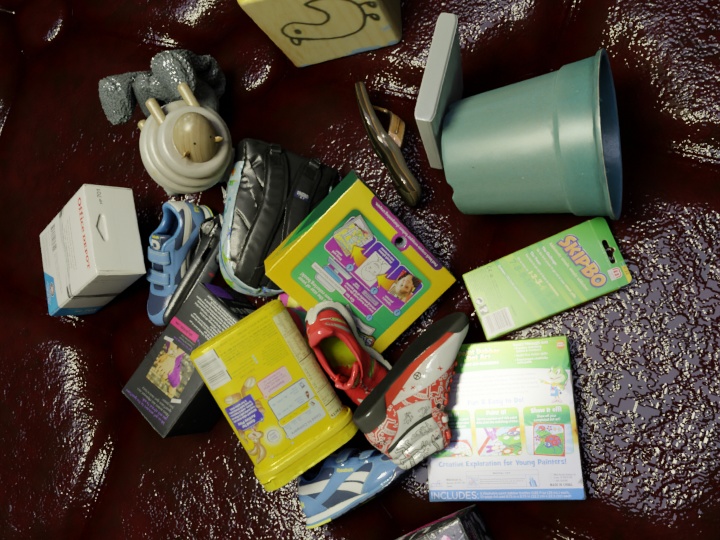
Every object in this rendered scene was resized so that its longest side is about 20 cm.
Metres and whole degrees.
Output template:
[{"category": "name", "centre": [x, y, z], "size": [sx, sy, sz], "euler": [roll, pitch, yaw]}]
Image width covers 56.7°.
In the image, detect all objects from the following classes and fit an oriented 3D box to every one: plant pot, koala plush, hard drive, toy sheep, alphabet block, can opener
[{"category": "plant pot", "centre": [0.216, -0.154, 0.842], "size": [0.194, 0.200, 0.203], "euler": [-5, 79, 27]}, {"category": "koala plush", "centre": [-0.278, -0.225, 1.068], "size": [0.175, 0.183, 0.203], "euler": [-12, 97, 27]}, {"category": "hard drive", "centre": [0.108, -0.226, 0.880], "size": [0.026, 0.200, 0.134], "euler": [13, 85, 13]}, {"category": "toy sheep", "centre": [-0.245, -0.172, 0.931], "size": [0.136, 0.200, 0.140], "euler": [2, 85, -21]}, {"category": "alphabet block", "centre": [-0.056, -0.448, 0.982], "size": [0.193, 0.200, 0.199], "euler": [-9, 78, 19]}, {"category": "can opener", "centre": [-0.236, -0.001, 1.013], "size": [0.063, 0.078, 0.202], "euler": [9, 66, 48]}]

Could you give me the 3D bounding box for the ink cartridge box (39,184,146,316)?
[{"category": "ink cartridge box", "centre": [-0.435, -0.028, 1.072], "size": [0.199, 0.085, 0.148], "euler": [-27, 71, 40]}]

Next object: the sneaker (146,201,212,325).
[{"category": "sneaker", "centre": [-0.301, -0.015, 1.048], "size": [0.073, 0.082, 0.203], "euler": [11, 84, 34]}]

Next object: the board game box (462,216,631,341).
[{"category": "board game box", "centre": [0.244, 0.012, 0.882], "size": [0.198, 0.030, 0.097], "euler": [-25, 74, 18]}]

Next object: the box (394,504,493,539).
[{"category": "box", "centre": [0.077, 0.399, 0.829], "size": [0.198, 0.115, 0.133], "euler": [-31, 72, 13]}]

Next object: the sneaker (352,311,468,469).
[{"category": "sneaker", "centre": [0.091, 0.156, 0.855], "size": [0.201, 0.067, 0.108], "euler": [-45, 101, -16]}]

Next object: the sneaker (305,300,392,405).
[{"category": "sneaker", "centre": [-0.012, 0.135, 0.873], "size": [0.076, 0.085, 0.201], "euler": [-31, 115, 15]}]

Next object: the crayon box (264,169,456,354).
[{"category": "crayon box", "centre": [0.000, 0.000, 0.898], "size": [0.172, 0.058, 0.200], "euler": [-43, 111, 9]}]

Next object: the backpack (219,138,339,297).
[{"category": "backpack", "centre": [-0.131, -0.061, 0.969], "size": [0.153, 0.161, 0.203], "euler": [-29, 53, 56]}]

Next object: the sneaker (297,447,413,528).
[{"category": "sneaker", "centre": [-0.005, 0.273, 0.905], "size": [0.199, 0.074, 0.083], "euler": [-32, 69, 12]}]

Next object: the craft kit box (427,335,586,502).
[{"category": "craft kit box", "centre": [0.179, 0.192, 0.866], "size": [0.197, 0.048, 0.201], "euler": [-7, 81, 19]}]

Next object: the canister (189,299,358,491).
[{"category": "canister", "centre": [-0.113, 0.158, 0.874], "size": [0.147, 0.086, 0.202], "euler": [-31, 95, -12]}]

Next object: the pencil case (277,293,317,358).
[{"category": "pencil case", "centre": [-0.102, 0.130, 0.963], "size": [0.087, 0.088, 0.203], "euler": [13, 84, 22]}]

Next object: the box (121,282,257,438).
[{"category": "box", "centre": [-0.231, 0.134, 0.987], "size": [0.106, 0.122, 0.201], "euler": [39, 95, 21]}]

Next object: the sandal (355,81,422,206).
[{"category": "sandal", "centre": [0.048, -0.188, 0.966], "size": [0.054, 0.082, 0.202], "euler": [-27, 70, -3]}]
